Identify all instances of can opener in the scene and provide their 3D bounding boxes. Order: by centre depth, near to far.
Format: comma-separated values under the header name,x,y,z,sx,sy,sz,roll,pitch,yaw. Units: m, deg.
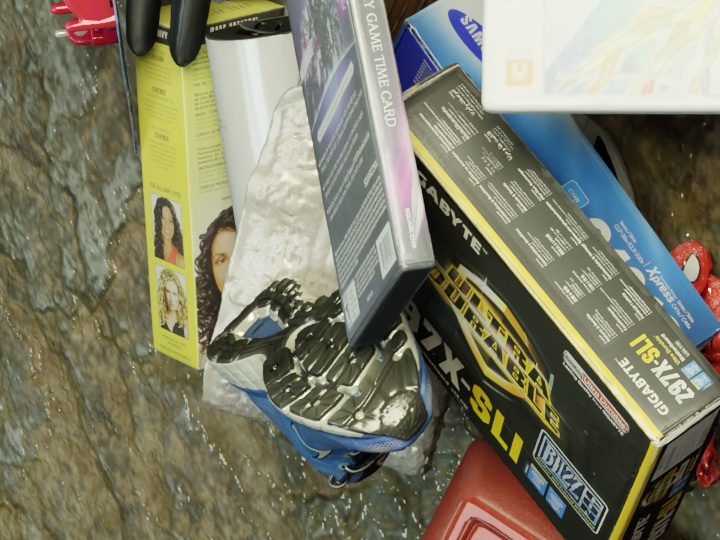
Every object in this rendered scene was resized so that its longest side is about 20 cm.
name,x,y,z,sx,sy,sz,roll,pitch,yaw
can opener,-0.096,-0.204,1.521,0.063,0.079,0.200,26,119,28

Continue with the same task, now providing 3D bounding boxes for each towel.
name,x,y,z,sx,sy,sz,roll,pitch,yaw
towel,0.000,0.000,1.506,0.132,0.034,0.200,19,109,12

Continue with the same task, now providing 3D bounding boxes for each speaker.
name,x,y,z,sx,sy,sz,roll,pitch,yaw
speaker,-0.030,-0.037,1.567,0.081,0.081,0.200,5,108,51

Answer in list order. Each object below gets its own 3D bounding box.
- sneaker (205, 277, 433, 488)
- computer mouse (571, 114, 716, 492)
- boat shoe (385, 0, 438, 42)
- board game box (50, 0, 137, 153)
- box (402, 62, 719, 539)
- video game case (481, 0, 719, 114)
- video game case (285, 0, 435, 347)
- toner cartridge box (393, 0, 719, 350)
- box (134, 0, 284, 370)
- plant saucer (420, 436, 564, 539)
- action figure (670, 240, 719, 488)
name,x,y,z,sx,sy,sz,roll,pitch,yaw
sneaker,-0.003,0.059,1.423,0.089,0.079,0.200,47,172,-18
computer mouse,0.111,0.021,1.443,0.110,0.044,0.200,-13,94,54
boat shoe,0.013,-0.136,1.388,0.200,0.068,0.072,113,144,-66
board game box,-0.155,-0.159,1.611,0.200,0.039,0.158,87,174,-57
box,0.077,0.026,1.327,0.200,0.049,0.160,52,161,19
video game case,0.150,-0.156,1.209,0.200,0.022,0.183,1,90,13
video game case,-0.005,-0.079,1.299,0.143,0.019,0.200,122,140,-73
toner cartridge box,0.084,-0.029,1.365,0.200,0.043,0.095,55,159,9
box,-0.080,-0.051,1.632,0.050,0.075,0.200,21,121,48
plant saucer,0.087,0.217,1.456,0.199,0.037,0.200,32,105,22
action figure,0.188,0.080,1.370,0.065,0.052,0.200,-29,79,56
